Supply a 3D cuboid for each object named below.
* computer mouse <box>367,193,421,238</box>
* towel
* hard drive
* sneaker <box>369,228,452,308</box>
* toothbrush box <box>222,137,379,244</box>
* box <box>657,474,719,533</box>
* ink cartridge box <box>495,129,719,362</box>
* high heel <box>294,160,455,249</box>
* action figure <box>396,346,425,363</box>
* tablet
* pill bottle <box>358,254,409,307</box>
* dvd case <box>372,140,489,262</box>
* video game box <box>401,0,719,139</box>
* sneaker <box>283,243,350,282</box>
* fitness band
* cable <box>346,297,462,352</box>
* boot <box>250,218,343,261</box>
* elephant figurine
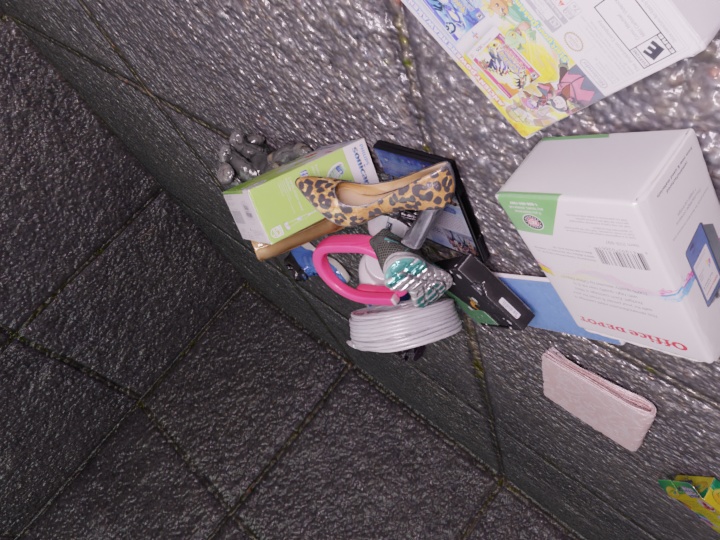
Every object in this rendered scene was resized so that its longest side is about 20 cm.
[{"bbox_3d":[0.048,-0.068,0.846,0.109,0.044,0.200,20,172,3],"label":"computer mouse"},{"bbox_3d":[0.410,0.227,0.935,0.190,0.032,0.201,32,163,33],"label":"towel"},{"bbox_3d":[0.189,0.036,0.880,0.140,0.038,0.200,43,172,-3],"label":"hard drive"},{"bbox_3d":[0.077,-0.007,0.809,0.092,0.077,0.200,57,-170,30],"label":"sneaker"},{"bbox_3d":[-0.092,-0.123,0.820,0.145,0.199,0.087,14,128,61],"label":"toothbrush box"},{"bbox_3d":[0.628,0.418,0.910,0.199,0.049,0.117,36,165,11],"label":"box"},{"bbox_3d":[0.241,-0.021,0.489,0.200,0.088,0.145,50,163,-27],"label":"ink cartridge box"},{"bbox_3d":[0.018,-0.116,0.685,0.198,0.072,0.143,22,139,-3],"label":"high heel"},{"bbox_3d":[0.118,0.229,1.625,0.130,0.070,0.200,39,170,-13],"label":"action figure"},{"bbox_3d":[0.278,0.050,0.786,0.130,0.014,0.200,46,164,-20],"label":"tablet"},{"bbox_3d":[0.052,0.013,1.061,0.112,0.112,0.200,37,165,13],"label":"pill bottle"},{"bbox_3d":[0.106,-0.098,0.778,0.142,0.018,0.201,27,159,42],"label":"dvd case"},{"bbox_3d":[0.117,-0.204,0.381,0.200,0.047,0.182,44,164,-11],"label":"video game box"},{"bbox_3d":[-0.130,0.003,1.499,0.199,0.111,0.077,35,165,20],"label":"sneaker"},{"bbox_3d":[0.000,0.000,0.930,0.199,0.038,0.144,1,136,43],"label":"fitness band"},{"bbox_3d":[0.078,0.093,0.952,0.200,0.198,0.070,172,87,-77],"label":"cable"},{"bbox_3d":[-0.091,-0.080,0.942,0.175,0.198,0.067,158,88,-86],"label":"boot"},{"bbox_3d":[-0.170,-0.187,1.041,0.198,0.143,0.155,19,-171,18],"label":"elephant figurine"}]
